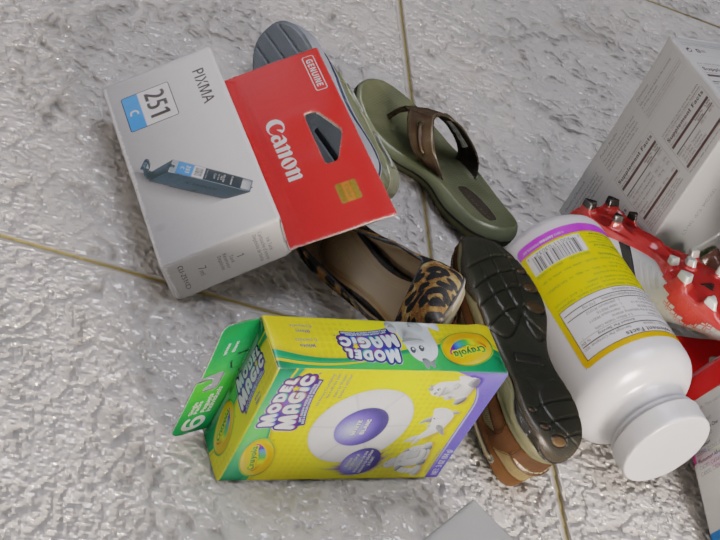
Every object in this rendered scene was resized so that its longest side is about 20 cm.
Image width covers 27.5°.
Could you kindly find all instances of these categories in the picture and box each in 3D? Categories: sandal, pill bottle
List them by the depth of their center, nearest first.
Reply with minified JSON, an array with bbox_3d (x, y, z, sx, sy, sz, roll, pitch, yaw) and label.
[{"bbox_3d":[0.185,0.059,1.129,0.103,0.105,0.201,1,45,-33],"label":"pill bottle"},{"bbox_3d":[0.073,-0.104,1.287,0.079,0.058,0.201,-19,58,-46],"label":"sandal"}]

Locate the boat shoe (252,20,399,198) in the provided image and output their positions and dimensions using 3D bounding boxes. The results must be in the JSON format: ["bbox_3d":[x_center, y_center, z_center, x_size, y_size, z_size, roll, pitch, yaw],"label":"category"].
[{"bbox_3d":[-0.032,-0.131,1.256,0.062,0.072,0.201,24,32,-51],"label":"boat shoe"}]

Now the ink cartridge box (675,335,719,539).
[{"bbox_3d":[0.313,0.133,1.111,0.115,0.067,0.202,7,60,-27],"label":"ink cartridge box"}]

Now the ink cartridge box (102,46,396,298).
[{"bbox_3d":[-0.088,-0.092,1.107,0.174,0.045,0.201,-21,51,-4],"label":"ink cartridge box"}]

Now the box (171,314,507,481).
[{"bbox_3d":[-0.015,0.084,0.955,0.198,0.118,0.049,5,44,-28],"label":"box"}]

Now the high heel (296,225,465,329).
[{"bbox_3d":[0.000,0.000,1.062,0.141,0.072,0.200,30,3,-6],"label":"high heel"}]

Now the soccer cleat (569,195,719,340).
[{"bbox_3d":[0.238,0.015,1.208,0.068,0.086,0.200,-7,34,-39],"label":"soccer cleat"}]

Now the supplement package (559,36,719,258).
[{"bbox_3d":[0.301,-0.086,1.297,0.154,0.201,0.112,1,44,-34],"label":"supplement package"}]

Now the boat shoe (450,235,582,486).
[{"bbox_3d":[0.097,0.066,1.084,0.075,0.074,0.202,16,43,-31],"label":"boat shoe"}]

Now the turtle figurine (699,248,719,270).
[{"bbox_3d":[0.321,0.059,1.234,0.199,0.065,0.162,-19,67,-43],"label":"turtle figurine"}]

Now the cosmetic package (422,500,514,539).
[{"bbox_3d":[0.038,0.232,0.848,0.113,0.082,0.199,43,37,19],"label":"cosmetic package"}]
